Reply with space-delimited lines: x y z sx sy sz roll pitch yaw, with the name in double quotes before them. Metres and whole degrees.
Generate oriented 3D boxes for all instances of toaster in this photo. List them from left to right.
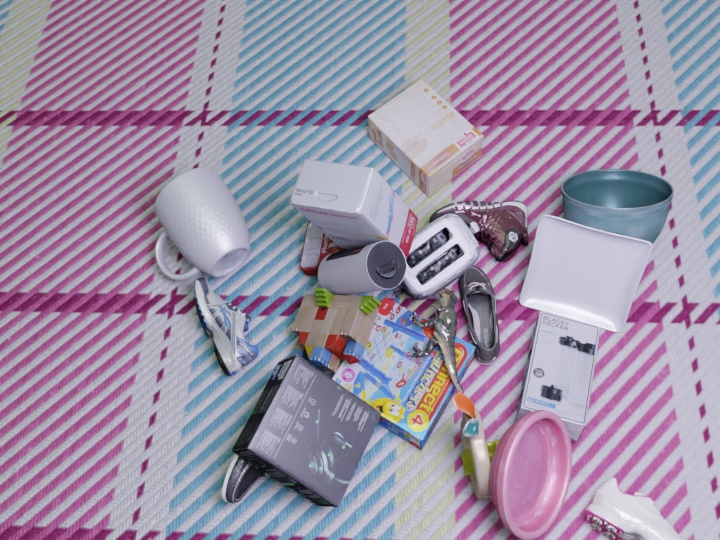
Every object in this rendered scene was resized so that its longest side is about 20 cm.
"toaster" 0.132 -0.022 1.471 0.198 0.129 0.115 -35 85 1

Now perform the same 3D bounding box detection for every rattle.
"rattle" 0.224 0.269 1.290 0.139 0.204 0.131 0 33 11

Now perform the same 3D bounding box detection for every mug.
"mug" -0.314 -0.067 1.551 0.199 0.148 0.177 -39 71 6

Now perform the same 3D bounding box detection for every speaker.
"speaker" 0.000 0.000 1.396 0.080 0.199 0.083 3 84 -27

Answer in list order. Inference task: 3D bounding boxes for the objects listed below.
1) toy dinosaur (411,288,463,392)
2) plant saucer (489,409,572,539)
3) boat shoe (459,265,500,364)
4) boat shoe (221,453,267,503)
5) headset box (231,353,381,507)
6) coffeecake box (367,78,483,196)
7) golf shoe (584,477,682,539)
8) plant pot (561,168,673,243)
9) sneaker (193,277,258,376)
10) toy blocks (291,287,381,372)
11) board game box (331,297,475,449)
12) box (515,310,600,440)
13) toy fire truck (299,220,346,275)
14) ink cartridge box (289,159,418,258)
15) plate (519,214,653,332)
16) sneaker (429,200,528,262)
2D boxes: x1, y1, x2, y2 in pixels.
"toy dinosaur" 0.134 0.114 1.408 0.086 0.048 0.204 2 62 -5
"plant saucer" 0.270 0.324 1.286 0.050 0.201 0.203 5 56 44
"boat shoe" 0.225 0.072 1.480 0.065 0.057 0.204 -6 62 0
"boat shoe" -0.165 0.313 1.372 0.059 0.075 0.201 21 57 20
"headset box" -0.082 0.272 1.332 0.198 0.092 0.176 34 65 -14
"coffeecake box" 0.134 -0.279 1.665 0.152 0.074 0.200 -36 65 -15
"golf shoe" 0.463 0.406 1.278 0.197 0.076 0.092 27 63 16
"plant pot" 0.470 -0.090 1.485 0.195 0.137 0.201 -3 26 2
"sneaker" -0.251 0.097 1.499 0.084 0.077 0.202 -22 69 -19
"toy blocks" -0.056 0.117 1.428 0.197 0.100 0.139 0 60 42
"board game box" 0.076 0.180 1.433 0.193 0.056 0.202 27 67 17
"box" 0.345 0.180 1.398 0.114 0.061 0.203 15 56 11
"toy fire truck" -0.036 -0.093 1.566 0.164 0.112 0.204 -6 62 25
"ink cartridge box" -0.007 -0.102 1.360 0.143 0.200 0.084 11 75 29
"plate" 0.401 0.002 1.442 0.195 0.203 0.032 15 36 12
"sneaker" 0.235 -0.070 1.548 0.195 0.076 0.118 -6 64 0
